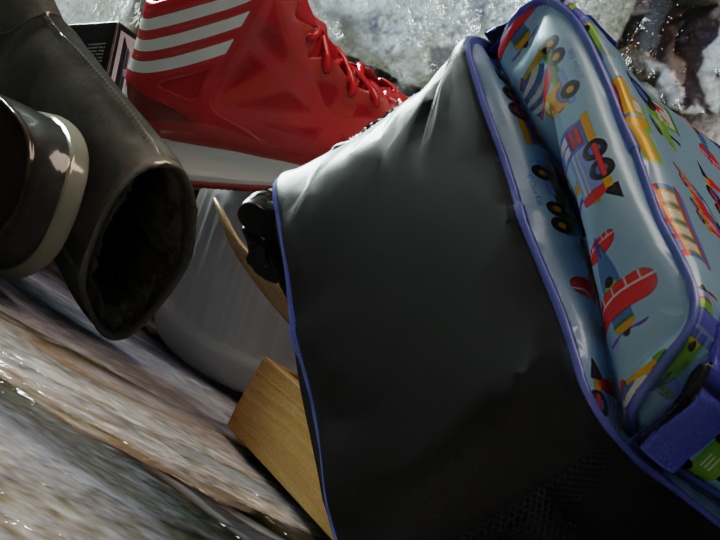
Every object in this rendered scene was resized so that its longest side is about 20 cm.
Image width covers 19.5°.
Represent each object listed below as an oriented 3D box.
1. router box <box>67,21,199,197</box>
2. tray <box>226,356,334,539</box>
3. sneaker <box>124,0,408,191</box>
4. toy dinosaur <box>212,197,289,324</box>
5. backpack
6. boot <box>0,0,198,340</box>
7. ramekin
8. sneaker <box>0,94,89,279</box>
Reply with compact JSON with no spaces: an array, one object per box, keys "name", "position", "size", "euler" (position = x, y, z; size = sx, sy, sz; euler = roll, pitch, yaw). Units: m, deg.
[{"name":"router box","position":[-0.173,-0.082,1.178],"size":[0.199,0.053,0.157],"euler":[1,-18,32]},{"name":"tray","position":[0.020,0.088,0.758],"size":[0.098,0.037,0.200],"euler":[30,1,-18]},{"name":"sneaker","position":[-0.014,-0.096,0.999],"size":[0.199,0.116,0.078],"euler":[1,21,-25]},{"name":"toy dinosaur","position":[0.007,0.040,0.836],"size":[0.200,0.058,0.101],"euler":[36,-15,3]},{"name":"backpack","position":[0.077,0.048,0.592],"size":[0.200,0.134,0.183],"euler":[39,25,-35]},{"name":"boot","position":[-0.146,-0.042,0.985],"size":[0.072,0.182,0.200],"euler":[-20,53,-30]},{"name":"ramekin","position":[0.000,0.000,1.066],"size":[0.201,0.095,0.202],"euler":[11,17,-4]},{"name":"sneaker","position":[-0.201,-0.054,0.895],"size":[0.106,0.075,0.200],"euler":[20,0,-38]}]
